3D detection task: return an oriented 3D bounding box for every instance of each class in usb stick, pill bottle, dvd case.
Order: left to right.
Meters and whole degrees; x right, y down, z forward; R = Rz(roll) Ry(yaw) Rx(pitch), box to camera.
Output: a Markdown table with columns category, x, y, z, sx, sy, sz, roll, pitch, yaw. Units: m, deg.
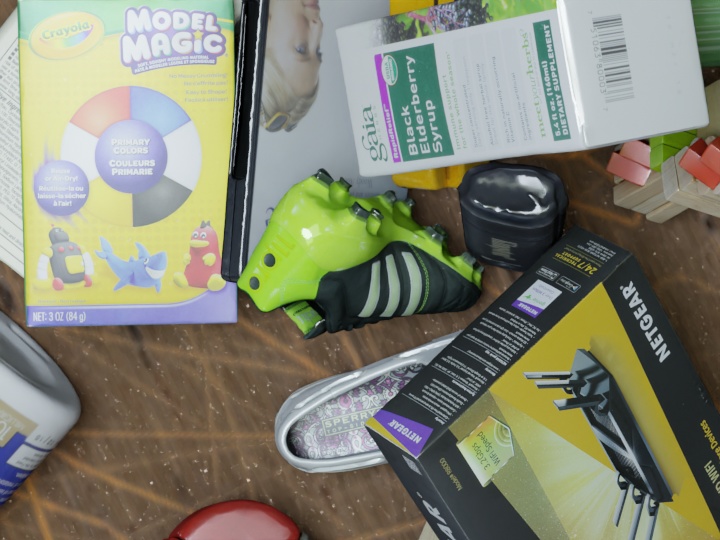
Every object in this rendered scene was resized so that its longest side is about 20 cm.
| category | x | y | z | sx | sy | sz | roll | pitch | yaw |
| --- | --- | --- | --- | --- | --- | --- | --- | --- | --- |
| pill bottle | -0.260 | 0.111 | 1.431 | 0.120 | 0.120 | 0.200 | 42 | 96 | -1 |
| dvd case | -0.017 | -0.094 | 1.398 | 0.017 | 0.142 | 0.201 | 9 | 96 | 37 |
| usb stick | 0.079 | -0.026 | 1.360 | 0.055 | 0.200 | 0.033 | 5 | 84 | 4 |

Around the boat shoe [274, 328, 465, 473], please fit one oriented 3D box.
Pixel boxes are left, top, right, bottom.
| category | x | y | z | sx | sy | sz | roll | pitch | yaw |
| --- | --- | --- | --- | --- | --- | --- | --- | --- | --- |
| boat shoe | 0.047 | 0.066 | 1.435 | 0.199 | 0.069 | 0.073 | -11 | 94 | 4 |

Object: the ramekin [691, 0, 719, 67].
| category | x | y | z | sx | sy | sz | roll | pitch | yaw |
| --- | --- | --- | --- | --- | --- | --- | --- | --- | --- |
| ramekin | 0.154 | -0.197 | 1.349 | 0.097 | 0.200 | 0.202 | -1 | 94 | -4 |

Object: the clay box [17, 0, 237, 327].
| category | x | y | z | sx | sy | sz | roll | pitch | yaw |
| --- | --- | --- | --- | --- | --- | --- | --- | --- | --- |
| clay box | -0.122 | -0.073 | 1.372 | 0.114 | 0.048 | 0.201 | -2 | 101 | -4 |

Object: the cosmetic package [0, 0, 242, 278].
| category | x | y | z | sx | sy | sz | roll | pitch | yaw |
| --- | --- | --- | --- | --- | --- | --- | --- | --- | --- |
| cosmetic package | -0.153 | -0.102 | 1.431 | 0.103 | 0.073 | 0.200 | 39 | 95 | -1 |

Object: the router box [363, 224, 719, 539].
| category | x | y | z | sx | sy | sz | roll | pitch | yaw |
| --- | --- | --- | --- | --- | --- | --- | --- | --- | --- |
| router box | 0.112 | 0.102 | 1.371 | 0.157 | 0.052 | 0.200 | -43 | 126 | -13 |

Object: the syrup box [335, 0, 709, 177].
| category | x | y | z | sx | sy | sz | roll | pitch | yaw |
| --- | --- | --- | --- | --- | --- | --- | --- | --- | --- |
| syrup box | 0.074 | -0.095 | 1.269 | 0.081 | 0.200 | 0.079 | -12 | 94 | -32 |

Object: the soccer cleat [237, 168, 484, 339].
| category | x | y | z | sx | sy | sz | roll | pitch | yaw |
| --- | --- | --- | --- | --- | --- | --- | --- | --- | --- |
| soccer cleat | 0.000 | 0.000 | 1.379 | 0.068 | 0.200 | 0.081 | 45 | 102 | 26 |

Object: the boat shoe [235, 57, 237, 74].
| category | x | y | z | sx | sy | sz | roll | pitch | yaw |
| --- | --- | --- | --- | --- | --- | --- | --- | --- | --- |
| boat shoe | -0.080 | -0.049 | 1.436 | 0.072 | 0.062 | 0.200 | 39 | 94 | 0 |

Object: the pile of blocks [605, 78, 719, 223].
| category | x | y | z | sx | sy | sz | roll | pitch | yaw |
| --- | --- | --- | --- | --- | --- | --- | --- | --- | --- |
| pile of blocks | 0.187 | -0.066 | 1.349 | 0.062 | 0.200 | 0.083 | 16 | 87 | -29 |

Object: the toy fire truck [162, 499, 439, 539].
| category | x | y | z | sx | sy | sz | roll | pitch | yaw |
| --- | --- | --- | --- | --- | --- | --- | --- | --- | --- |
| toy fire truck | -0.017 | 0.173 | 1.432 | 0.176 | 0.129 | 0.200 | 36 | 79 | -3 |

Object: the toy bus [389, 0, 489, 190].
| category | x | y | z | sx | sy | sz | roll | pitch | yaw |
| --- | --- | --- | --- | --- | --- | --- | --- | --- | --- |
| toy bus | 0.058 | -0.145 | 1.400 | 0.078 | 0.065 | 0.201 | 5 | 102 | 28 |
